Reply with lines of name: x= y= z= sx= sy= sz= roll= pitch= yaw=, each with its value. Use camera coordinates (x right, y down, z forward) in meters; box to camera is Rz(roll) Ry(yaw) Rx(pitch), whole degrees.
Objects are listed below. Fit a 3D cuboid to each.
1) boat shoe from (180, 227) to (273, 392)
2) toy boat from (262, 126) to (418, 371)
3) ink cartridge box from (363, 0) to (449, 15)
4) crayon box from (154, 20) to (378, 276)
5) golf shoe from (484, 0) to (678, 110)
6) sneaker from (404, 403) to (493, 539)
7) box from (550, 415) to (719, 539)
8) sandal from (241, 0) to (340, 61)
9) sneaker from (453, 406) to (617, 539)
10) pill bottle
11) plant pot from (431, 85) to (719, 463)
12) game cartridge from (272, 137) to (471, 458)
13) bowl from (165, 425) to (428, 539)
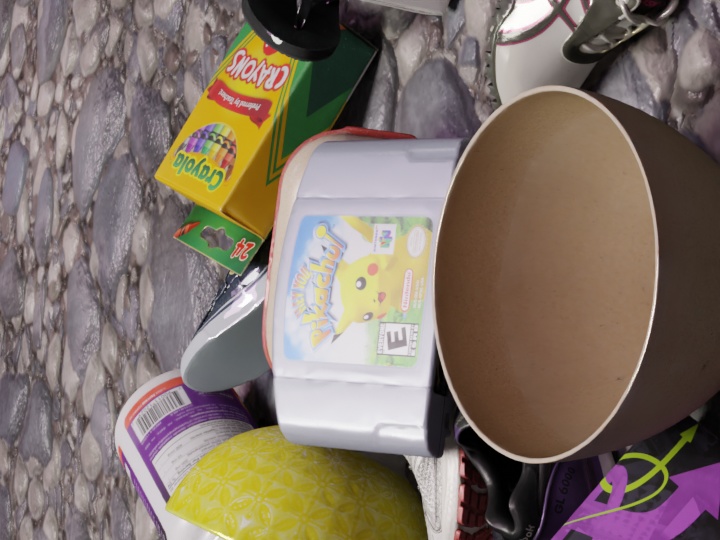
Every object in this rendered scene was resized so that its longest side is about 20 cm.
boat shoe: x=-0.076 y=0.005 z=1.437 sx=0.200 sy=0.071 sz=0.091 roll=-46 pitch=43 yaw=27
toy boat: x=0.000 y=0.000 z=1.301 sx=0.131 sy=0.129 sz=0.202 roll=-99 pitch=17 yaw=-84
ink cartridge box: x=0.011 y=-0.294 z=1.318 sx=0.200 sy=0.085 sz=0.149 roll=54 pitch=129 yaw=48
crayon box: x=-0.082 y=-0.106 z=1.411 sx=0.127 sy=0.051 sz=0.201 roll=25 pitch=84 yaw=56
golf shoe: x=0.140 y=-0.162 z=1.109 sx=0.088 sy=0.077 sz=0.201 roll=49 pitch=128 yaw=40
sneaker: x=0.046 y=0.093 z=1.202 sx=0.082 sy=0.078 sz=0.202 roll=-14 pitch=76 yaw=27
box: x=0.152 y=0.185 z=0.998 sx=0.200 sy=0.036 sz=0.143 roll=-50 pitch=38 yaw=0
sandal: x=-0.040 y=-0.217 z=1.340 sx=0.201 sy=0.075 sz=0.048 roll=-81 pitch=13 yaw=-55
sneaker: x=0.096 y=0.074 z=1.139 sx=0.076 sy=0.087 sz=0.201 roll=-49 pitch=47 yaw=45
pill bottle: x=-0.112 y=0.176 z=1.445 sx=0.200 sy=0.111 sz=0.112 roll=52 pitch=129 yaw=48
plant pot: x=0.149 y=0.005 z=1.017 sx=0.200 sy=0.133 sz=0.202 roll=-8 pitch=81 yaw=58
game cartridge: x=0.006 y=0.015 z=1.175 sx=0.132 sy=0.040 sz=0.202 roll=0 pitch=80 yaw=38
bowl: x=-0.023 y=0.157 z=1.254 sx=0.200 sy=0.199 sz=0.108 roll=10 pitch=72 yaw=58
